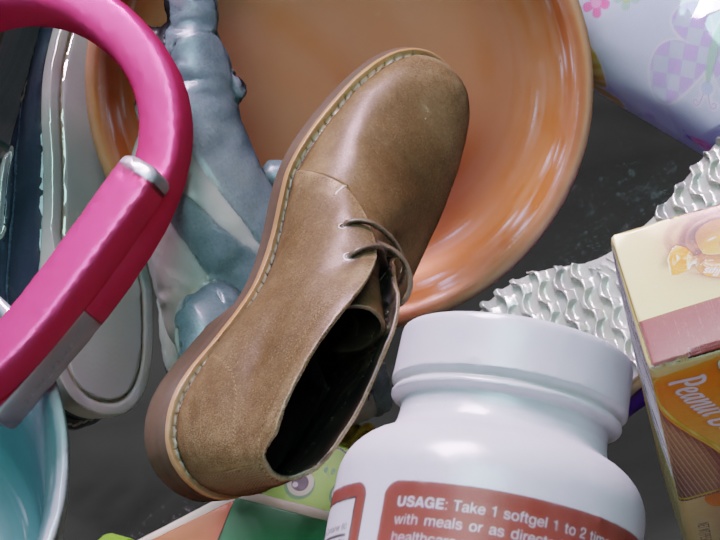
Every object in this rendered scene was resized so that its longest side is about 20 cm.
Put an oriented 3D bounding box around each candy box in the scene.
[{"bbox_3d":[0.158,0.037,1.031,0.115,0.200,0.055,-17,62,2],"label":"candy box"}]

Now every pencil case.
[{"bbox_3d":[0.111,-0.116,1.186,0.200,0.083,0.091,32,86,25],"label":"pencil case"}]

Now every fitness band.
[{"bbox_3d":[-0.152,-0.024,1.092,0.144,0.037,0.200,35,83,24],"label":"fitness band"}]

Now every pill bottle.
[{"bbox_3d":[0.039,0.121,1.022,0.112,0.112,0.200,7,73,15],"label":"pill bottle"}]

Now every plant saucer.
[{"bbox_3d":[-0.008,-0.075,1.163,0.200,0.037,0.200,1,105,4],"label":"plant saucer"}]

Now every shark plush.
[{"bbox_3d":[-0.047,-0.033,1.143,0.083,0.091,0.200,-12,82,-8],"label":"shark plush"}]

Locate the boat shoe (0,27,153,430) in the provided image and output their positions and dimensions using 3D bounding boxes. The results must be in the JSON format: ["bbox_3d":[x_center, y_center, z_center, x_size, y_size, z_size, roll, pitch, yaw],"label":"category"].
[{"bbox_3d":[-0.119,-0.031,1.197,0.062,0.075,0.200,-15,70,40],"label":"boat shoe"}]

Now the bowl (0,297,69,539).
[{"bbox_3d":[-0.195,0.102,1.127,0.201,0.105,0.201,-5,62,9],"label":"bowl"}]

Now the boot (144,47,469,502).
[{"bbox_3d":[0.000,0.000,1.082,0.075,0.074,0.200,-8,47,53],"label":"boot"}]

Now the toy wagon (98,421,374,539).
[{"bbox_3d":[-0.037,0.142,1.110,0.155,0.040,0.200,13,67,18],"label":"toy wagon"}]

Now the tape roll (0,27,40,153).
[{"bbox_3d":[-0.201,-0.099,1.178,0.066,0.200,0.200,34,74,23],"label":"tape roll"}]

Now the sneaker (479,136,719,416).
[{"bbox_3d":[0.127,0.021,1.118,0.200,0.099,0.070,-35,56,28],"label":"sneaker"}]
